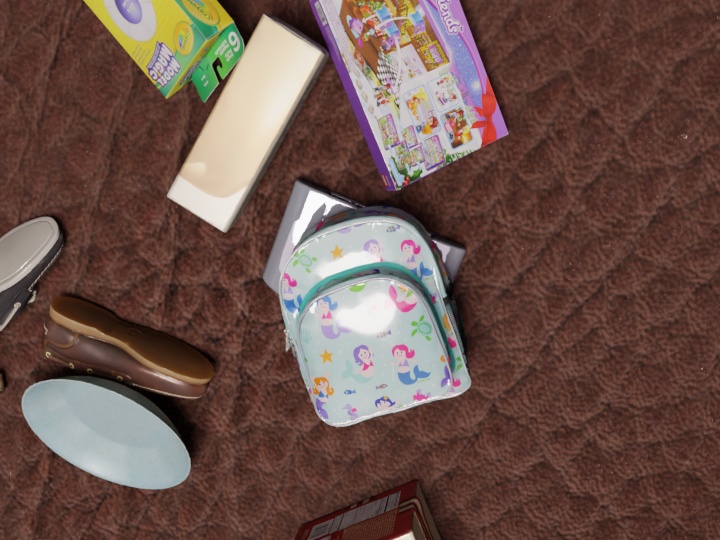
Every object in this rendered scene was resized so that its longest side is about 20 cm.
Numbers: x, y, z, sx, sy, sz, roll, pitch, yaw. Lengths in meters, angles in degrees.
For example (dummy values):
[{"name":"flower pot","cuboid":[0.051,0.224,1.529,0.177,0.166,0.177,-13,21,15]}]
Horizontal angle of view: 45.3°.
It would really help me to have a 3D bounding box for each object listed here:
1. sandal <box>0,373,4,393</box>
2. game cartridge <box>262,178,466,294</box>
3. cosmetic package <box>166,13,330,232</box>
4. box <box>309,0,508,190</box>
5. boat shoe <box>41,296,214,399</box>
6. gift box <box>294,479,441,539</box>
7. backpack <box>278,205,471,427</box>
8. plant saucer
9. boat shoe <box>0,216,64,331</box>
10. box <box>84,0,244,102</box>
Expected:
[{"name":"sandal","cuboid":[-0.513,0.127,0.986,0.207,0.078,0.071,-13,83,1]},{"name":"game cartridge","cuboid":[0.000,0.000,0.931,0.197,0.042,0.135,21,100,-2]},{"name":"cosmetic package","cuboid":[-0.110,-0.149,0.868,0.070,0.105,0.202,30,102,-5]},{"name":"box","cuboid":[0.050,-0.200,0.856,0.135,0.039,0.203,-26,101,-12]},{"name":"boat shoe","cuboid":[-0.259,0.098,0.956,0.197,0.070,0.071,24,108,5]},{"name":"gift box","cuboid":[0.013,0.370,0.950,0.197,0.184,0.190,-24,92,12]},{"name":"backpack","cuboid":[0.009,0.043,0.854,0.174,0.151,0.204,-15,98,8]},{"name":"plant saucer","cuboid":[-0.274,0.171,0.956,0.197,0.039,0.203,11,138,10]},{"name":"boat shoe","cuboid":[-0.395,0.026,0.949,0.200,0.074,0.060,-46,139,-3]},{"name":"box","cuboid":[-0.206,-0.261,0.846,0.200,0.048,0.117,48,143,-8]}]
